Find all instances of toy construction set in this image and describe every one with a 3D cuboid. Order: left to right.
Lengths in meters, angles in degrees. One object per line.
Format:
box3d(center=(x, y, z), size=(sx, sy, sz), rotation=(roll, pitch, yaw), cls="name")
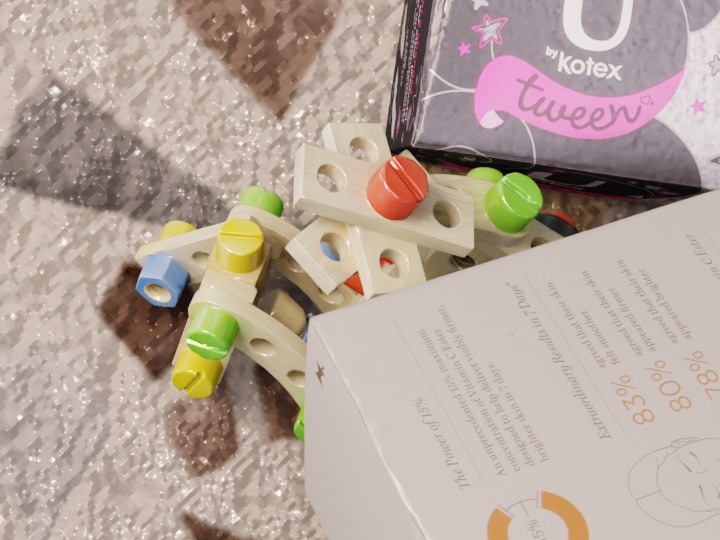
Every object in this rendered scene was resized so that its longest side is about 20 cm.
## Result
box3d(center=(0.000, 0.000, 0.694), size=(0.131, 0.200, 0.092), rotation=(31, 66, -11), cls="toy construction set")

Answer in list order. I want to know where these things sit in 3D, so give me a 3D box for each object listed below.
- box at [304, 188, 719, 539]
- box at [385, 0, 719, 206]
box3d(center=(0.096, 0.060, 0.615), size=(0.199, 0.098, 0.125), rotation=(-17, 52, -16), cls="box")
box3d(center=(0.118, -0.092, 0.728), size=(0.199, 0.115, 0.133), rotation=(8, 91, -4), cls="box")
